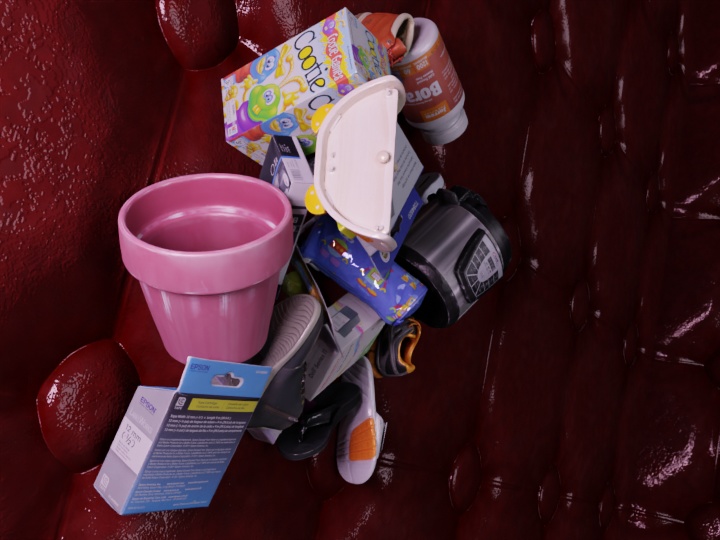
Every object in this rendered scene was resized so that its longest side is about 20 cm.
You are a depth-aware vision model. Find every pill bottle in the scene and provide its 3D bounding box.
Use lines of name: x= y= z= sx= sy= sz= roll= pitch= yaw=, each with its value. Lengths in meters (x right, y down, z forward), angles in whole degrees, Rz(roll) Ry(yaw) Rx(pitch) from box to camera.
pill bottle: x=0.110 y=-0.313 z=1.437 sx=0.200 sy=0.112 sz=0.113 roll=57 pitch=49 yaw=-41

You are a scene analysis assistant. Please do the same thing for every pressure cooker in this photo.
pressure cooker: x=0.144 y=-0.030 z=1.379 sx=0.200 sy=0.179 sz=0.176 roll=-42 pitch=173 yaw=-23

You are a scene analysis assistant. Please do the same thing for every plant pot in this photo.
plant pot: x=-0.177 y=0.006 z=1.006 sx=0.200 sy=0.199 sz=0.180 roll=-39 pitch=140 yaw=-47

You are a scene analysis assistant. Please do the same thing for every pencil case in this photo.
pencil case: x=0.000 y=0.000 z=1.236 sx=0.087 sy=0.200 sz=0.078 roll=-51 pitch=177 yaw=-21

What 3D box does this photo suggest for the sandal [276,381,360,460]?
sandal: x=-0.066 y=0.213 z=1.276 sx=0.200 sy=0.075 sz=0.048 roll=-45 pitch=135 yaw=-55

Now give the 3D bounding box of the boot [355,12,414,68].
boot: x=0.013 y=-0.321 z=1.302 sx=0.075 sy=0.107 sz=0.201 roll=52 pitch=54 yaw=-47

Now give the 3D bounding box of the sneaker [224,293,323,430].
sneaker: x=-0.095 y=0.121 z=1.109 sx=0.106 sy=0.075 sz=0.200 roll=22 pitch=109 yaw=-49

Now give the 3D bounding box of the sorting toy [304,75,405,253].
sorting toy: x=0.013 y=-0.106 z=1.056 sx=0.180 sy=0.106 sz=0.202 roll=44 pitch=48 yaw=-66

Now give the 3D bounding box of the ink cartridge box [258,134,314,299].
ink cartridge box: x=-0.111 y=-0.065 z=1.101 sx=0.039 sy=0.100 sz=0.201 roll=-1 pitch=133 yaw=-26

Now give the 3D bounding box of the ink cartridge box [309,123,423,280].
ink cartridge box: x=0.028 y=-0.124 z=1.199 sx=0.201 sy=0.040 sz=0.200 roll=56 pitch=39 yaw=-26

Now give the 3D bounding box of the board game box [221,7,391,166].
board game box: x=-0.068 y=-0.226 z=1.090 sx=0.103 sy=0.199 sz=0.106 roll=30 pitch=44 yaw=-53

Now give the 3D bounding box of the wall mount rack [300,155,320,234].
wall mount rack: x=-0.060 y=-0.148 z=1.226 sx=0.200 sy=0.074 sz=0.175 roll=61 pitch=41 yaw=-58

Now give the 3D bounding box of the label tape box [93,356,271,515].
label tape box: x=-0.208 y=0.185 z=1.013 sx=0.143 sy=0.066 sz=0.201 roll=15 pitch=101 yaw=-54

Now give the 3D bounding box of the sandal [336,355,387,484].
sandal: x=0.010 y=0.240 z=1.381 sx=0.059 sy=0.079 sz=0.208 roll=5 pitch=88 yaw=-53

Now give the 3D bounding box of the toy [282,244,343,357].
toy: x=-0.084 y=0.020 z=1.159 sx=0.115 sy=0.047 sz=0.201 roll=76 pitch=-9 yaw=-61

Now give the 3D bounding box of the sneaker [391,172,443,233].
sneaker: x=0.098 y=-0.102 z=1.477 sx=0.200 sy=0.073 sz=0.071 roll=-42 pitch=123 yaw=-46

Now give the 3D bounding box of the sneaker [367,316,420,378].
sneaker: x=0.069 y=0.087 z=1.453 sx=0.078 sy=0.077 sz=0.202 roll=17 pitch=78 yaw=-53

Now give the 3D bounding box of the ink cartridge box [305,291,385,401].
ink cartridge box: x=-0.045 y=0.111 z=1.251 sx=0.200 sy=0.067 sz=0.117 roll=-36 pitch=160 yaw=-48

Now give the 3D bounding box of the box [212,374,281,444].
box: x=-0.166 y=0.163 z=1.149 sx=0.039 sy=0.041 sz=0.200 roll=-59 pitch=136 yaw=-29
